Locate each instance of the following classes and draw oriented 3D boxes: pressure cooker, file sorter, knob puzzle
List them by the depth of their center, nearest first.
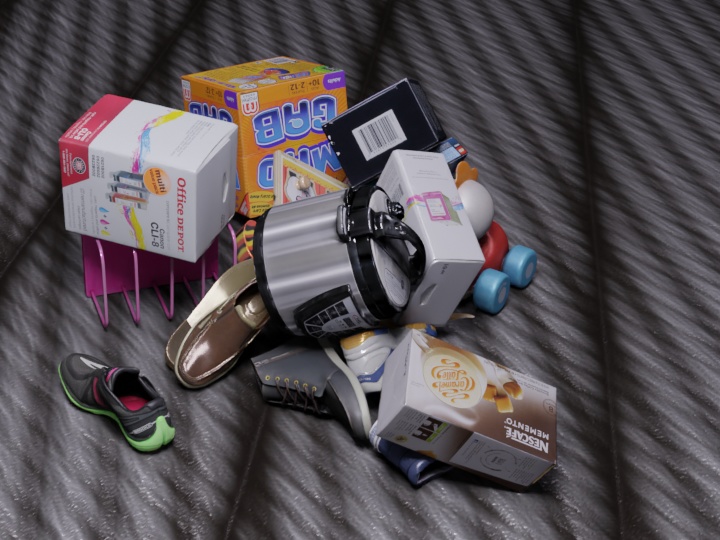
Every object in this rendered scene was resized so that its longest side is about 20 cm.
[{"bbox_3d":[-0.019,-0.017,1.569,0.198,0.180,0.176,-12,17,17],"label":"pressure cooker"},{"bbox_3d":[-0.051,-0.053,1.739,0.030,0.221,0.220,-20,16,33],"label":"knob puzzle"},{"bbox_3d":[-0.282,-0.012,1.756,0.198,0.140,0.126,-9,34,-21],"label":"file sorter"}]

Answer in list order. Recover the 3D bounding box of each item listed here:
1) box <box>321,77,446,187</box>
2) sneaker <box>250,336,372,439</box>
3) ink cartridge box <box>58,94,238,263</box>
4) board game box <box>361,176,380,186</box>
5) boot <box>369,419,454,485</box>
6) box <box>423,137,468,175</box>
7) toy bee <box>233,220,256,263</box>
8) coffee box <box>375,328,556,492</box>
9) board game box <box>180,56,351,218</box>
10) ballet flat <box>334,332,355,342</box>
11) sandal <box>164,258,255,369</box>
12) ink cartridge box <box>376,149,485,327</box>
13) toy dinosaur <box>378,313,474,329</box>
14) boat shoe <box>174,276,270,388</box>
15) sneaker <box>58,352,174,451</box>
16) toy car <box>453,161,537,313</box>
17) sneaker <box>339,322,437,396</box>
[{"bbox_3d":[0.039,-0.208,1.866,0.147,0.105,0.200,-28,4,9],"label":"box"},{"bbox_3d":[-0.061,0.160,1.569,0.105,0.075,0.200,-22,38,-15],"label":"sneaker"},{"bbox_3d":[-0.279,-0.125,1.671,0.198,0.147,0.145,13,35,12],"label":"ink cartridge box"},{"bbox_3d":[-0.059,-0.074,1.899,0.150,0.047,0.199,-19,9,46],"label":"board game box"},{"bbox_3d":[0.112,0.194,1.527,0.199,0.073,0.090,-24,51,-30],"label":"boot"},{"bbox_3d":[0.070,-0.102,1.888,0.038,0.201,0.136,45,45,14],"label":"box"},{"bbox_3d":[-0.092,0.013,1.766,0.198,0.131,0.110,15,55,-2],"label":"toy bee"},{"bbox_3d":[0.126,0.165,1.456,0.198,0.080,0.115,23,46,-14],"label":"coffee box"},{"bbox_3d":[-0.152,-0.223,2.030,0.198,0.202,0.199,-16,23,-30],"label":"board game box"},{"bbox_3d":[0.000,0.000,1.706,0.067,0.202,0.070,12,7,-17],"label":"ballet flat"},{"bbox_3d":[-0.190,0.063,1.703,0.078,0.070,0.212,46,65,1],"label":"sandal"},{"bbox_3d":[0.081,-0.042,1.709,0.084,0.145,0.201,3,50,-24],"label":"ink cartridge box"},{"bbox_3d":[0.055,0.063,1.765,0.197,0.059,0.102,-5,47,-8],"label":"toy dinosaur"},{"bbox_3d":[-0.165,0.067,1.628,0.075,0.075,0.203,42,65,-3],"label":"boat shoe"},{"bbox_3d":[-0.299,0.145,1.541,0.199,0.085,0.076,26,37,33],"label":"sneaker"},{"bbox_3d":[0.157,-0.072,1.839,0.183,0.202,0.177,21,34,27],"label":"toy car"},{"bbox_3d":[0.041,0.120,1.639,0.075,0.089,0.199,-20,-8,33],"label":"sneaker"}]
